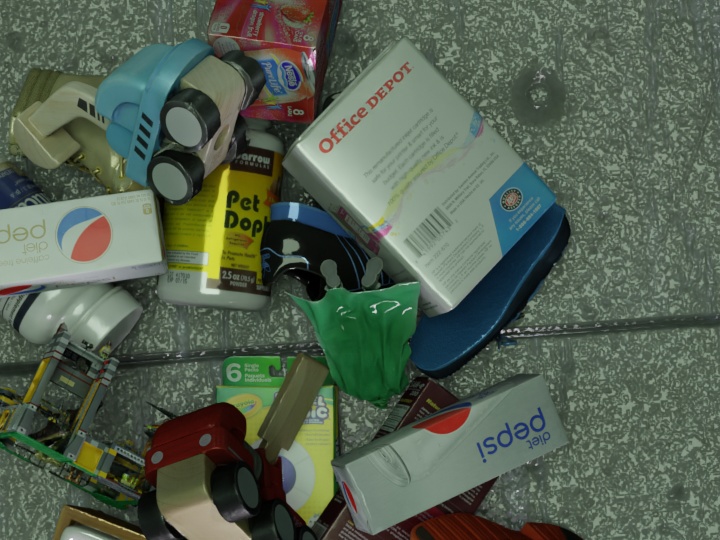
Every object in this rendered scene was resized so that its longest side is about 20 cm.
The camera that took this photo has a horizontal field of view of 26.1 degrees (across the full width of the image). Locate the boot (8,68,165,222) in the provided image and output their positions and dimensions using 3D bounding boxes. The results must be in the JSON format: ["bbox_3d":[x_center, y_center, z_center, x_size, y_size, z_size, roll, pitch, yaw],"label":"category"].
[{"bbox_3d":[-0.256,-0.098,1.467,0.154,0.073,0.202,3,74,4],"label":"boot"}]

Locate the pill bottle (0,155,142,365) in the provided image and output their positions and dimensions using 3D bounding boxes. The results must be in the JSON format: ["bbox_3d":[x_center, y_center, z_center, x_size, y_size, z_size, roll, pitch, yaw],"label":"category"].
[{"bbox_3d":[-0.302,-0.003,1.455,0.200,0.111,0.111,42,90,5],"label":"pill bottle"}]

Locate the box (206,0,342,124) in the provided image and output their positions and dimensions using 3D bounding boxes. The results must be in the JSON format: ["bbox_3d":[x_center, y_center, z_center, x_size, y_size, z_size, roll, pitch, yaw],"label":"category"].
[{"bbox_3d":[-0.073,-0.236,1.413,0.098,0.096,0.201,7,48,4],"label":"box"}]

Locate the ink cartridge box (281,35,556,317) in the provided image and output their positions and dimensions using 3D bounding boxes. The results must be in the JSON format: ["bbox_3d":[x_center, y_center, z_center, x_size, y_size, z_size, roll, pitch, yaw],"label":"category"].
[{"bbox_3d":[0.049,-0.082,1.375,0.145,0.085,0.200,-45,94,-12],"label":"ink cartridge box"}]

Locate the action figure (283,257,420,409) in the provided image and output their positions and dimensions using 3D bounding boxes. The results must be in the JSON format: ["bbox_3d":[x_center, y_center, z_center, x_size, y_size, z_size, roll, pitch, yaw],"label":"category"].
[{"bbox_3d":[0.005,0.065,1.399,0.117,0.201,0.055,0,52,8],"label":"action figure"}]

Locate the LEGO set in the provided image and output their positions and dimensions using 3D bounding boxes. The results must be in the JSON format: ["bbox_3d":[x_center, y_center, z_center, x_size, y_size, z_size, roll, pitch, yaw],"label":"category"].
[{"bbox_3d":[-0.244,0.129,1.412,0.199,0.154,0.117,29,69,-15],"label":"LEGO set"}]

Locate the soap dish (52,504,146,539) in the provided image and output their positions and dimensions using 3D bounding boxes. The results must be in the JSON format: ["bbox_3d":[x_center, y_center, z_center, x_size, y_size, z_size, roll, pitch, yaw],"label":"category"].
[{"bbox_3d":[-0.222,0.326,1.428,0.156,0.081,0.202,19,103,5],"label":"soap dish"}]

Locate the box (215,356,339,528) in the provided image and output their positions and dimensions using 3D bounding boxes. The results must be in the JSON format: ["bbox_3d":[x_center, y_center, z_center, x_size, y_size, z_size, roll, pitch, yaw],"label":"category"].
[{"bbox_3d":[-0.078,0.181,1.463,0.116,0.048,0.203,-1,85,3],"label":"box"}]

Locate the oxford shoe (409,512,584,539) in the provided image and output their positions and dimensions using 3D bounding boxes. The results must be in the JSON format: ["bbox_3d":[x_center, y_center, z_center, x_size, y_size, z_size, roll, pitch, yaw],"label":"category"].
[{"bbox_3d":[0.122,0.267,1.393,0.198,0.071,0.073,13,107,-32],"label":"oxford shoe"}]

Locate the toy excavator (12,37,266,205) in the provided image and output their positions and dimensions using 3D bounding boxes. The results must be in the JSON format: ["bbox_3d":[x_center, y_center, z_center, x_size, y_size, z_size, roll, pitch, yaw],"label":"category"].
[{"bbox_3d":[-0.202,-0.138,1.353,0.199,0.195,0.100,32,44,10],"label":"toy excavator"}]

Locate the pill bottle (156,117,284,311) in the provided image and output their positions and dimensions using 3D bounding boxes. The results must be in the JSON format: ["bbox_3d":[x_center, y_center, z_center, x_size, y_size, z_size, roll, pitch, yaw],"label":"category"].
[{"bbox_3d":[-0.128,-0.066,1.448,0.108,0.109,0.202,5,87,4],"label":"pill bottle"}]

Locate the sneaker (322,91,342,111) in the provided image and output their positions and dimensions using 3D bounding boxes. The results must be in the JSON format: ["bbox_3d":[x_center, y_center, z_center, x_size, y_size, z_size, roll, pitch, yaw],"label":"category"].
[{"bbox_3d":[0.049,-0.104,1.457,0.198,0.074,0.085,25,89,5],"label":"sneaker"}]

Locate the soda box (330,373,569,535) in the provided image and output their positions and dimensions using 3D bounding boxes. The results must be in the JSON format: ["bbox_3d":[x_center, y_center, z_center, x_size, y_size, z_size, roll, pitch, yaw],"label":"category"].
[{"bbox_3d":[0.078,0.159,1.369,0.198,0.063,0.069,-23,92,-14],"label":"soda box"}]

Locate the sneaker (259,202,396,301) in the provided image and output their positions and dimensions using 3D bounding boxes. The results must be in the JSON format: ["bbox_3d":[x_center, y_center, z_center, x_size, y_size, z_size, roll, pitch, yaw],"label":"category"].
[{"bbox_3d":[0.000,0.000,1.432,0.198,0.070,0.079,15,77,-17],"label":"sneaker"}]

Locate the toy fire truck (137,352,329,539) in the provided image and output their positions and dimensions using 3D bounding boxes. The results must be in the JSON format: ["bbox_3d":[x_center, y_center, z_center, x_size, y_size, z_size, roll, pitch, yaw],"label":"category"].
[{"bbox_3d":[-0.098,0.160,1.357,0.128,0.176,0.201,-21,46,17],"label":"toy fire truck"}]

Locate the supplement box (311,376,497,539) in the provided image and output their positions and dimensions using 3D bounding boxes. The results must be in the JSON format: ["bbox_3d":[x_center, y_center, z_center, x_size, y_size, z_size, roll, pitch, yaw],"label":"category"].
[{"bbox_3d":[0.042,0.209,1.422,0.108,0.061,0.201,37,81,-9],"label":"supplement box"}]

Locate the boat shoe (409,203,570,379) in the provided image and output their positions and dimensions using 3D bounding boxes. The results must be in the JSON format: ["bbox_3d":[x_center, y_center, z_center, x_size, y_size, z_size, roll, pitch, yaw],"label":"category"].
[{"bbox_3d":[0.131,0.029,1.439,0.200,0.069,0.084,-43,55,-3],"label":"boat shoe"}]

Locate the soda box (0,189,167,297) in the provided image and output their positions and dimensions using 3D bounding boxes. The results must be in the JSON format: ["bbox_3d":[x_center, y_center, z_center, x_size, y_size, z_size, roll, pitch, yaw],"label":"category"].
[{"bbox_3d":[-0.273,-0.021,1.371,0.198,0.064,0.069,-8,80,-6],"label":"soda box"}]
